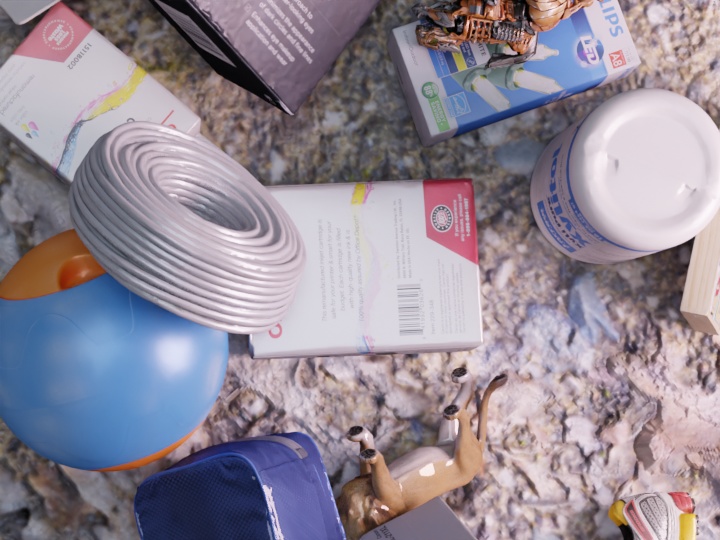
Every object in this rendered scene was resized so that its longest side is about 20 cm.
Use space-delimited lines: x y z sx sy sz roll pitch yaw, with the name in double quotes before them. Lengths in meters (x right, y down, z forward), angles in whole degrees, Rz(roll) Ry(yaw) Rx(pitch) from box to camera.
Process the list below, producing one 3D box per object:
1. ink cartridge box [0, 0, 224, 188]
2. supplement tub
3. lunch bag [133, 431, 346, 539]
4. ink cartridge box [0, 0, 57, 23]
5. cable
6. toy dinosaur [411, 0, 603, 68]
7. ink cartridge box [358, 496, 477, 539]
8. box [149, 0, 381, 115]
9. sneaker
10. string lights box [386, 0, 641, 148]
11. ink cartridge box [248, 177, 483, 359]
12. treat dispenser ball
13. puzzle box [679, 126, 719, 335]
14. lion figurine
"ink cartridge box" -0.217 -0.120 1.541 0.200 0.067 0.117 39 83 -1
"supplement tub" 0.223 -0.075 1.515 0.131 0.200 0.133 0 85 -6
"lunch bag" -0.084 0.239 1.488 0.135 0.132 0.201 -15 89 27
"ink cartridge box" -0.246 -0.311 1.518 0.200 0.068 0.116 -39 50 -7
"cable" -0.132 -0.035 1.406 0.200 0.200 0.069 33 112 0
"toy dinosaur" 0.140 -0.248 1.532 0.199 0.102 0.136 -18 99 -25
"ink cartridge box" 0.089 0.306 1.470 0.083 0.146 0.201 -27 110 -8
"box" -0.079 -0.275 1.493 0.117 0.197 0.200 32 81 41
"sneaker" 0.246 0.293 1.559 0.082 0.078 0.201 3 76 -1
"string lights box" 0.134 -0.192 1.585 0.199 0.059 0.103 -20 86 -7
"ink cartridge box" 0.000 0.000 1.545 0.199 0.086 0.148 -2 85 -4
"treat dispenser ball" -0.208 0.063 1.461 0.200 0.201 0.202 0 86 -6
"puzzle box" 0.317 -0.049 1.557 0.025 0.133 0.201 12 85 17
"lion figurine" 0.051 0.174 1.543 0.199 0.072 0.123 -23 122 -13
